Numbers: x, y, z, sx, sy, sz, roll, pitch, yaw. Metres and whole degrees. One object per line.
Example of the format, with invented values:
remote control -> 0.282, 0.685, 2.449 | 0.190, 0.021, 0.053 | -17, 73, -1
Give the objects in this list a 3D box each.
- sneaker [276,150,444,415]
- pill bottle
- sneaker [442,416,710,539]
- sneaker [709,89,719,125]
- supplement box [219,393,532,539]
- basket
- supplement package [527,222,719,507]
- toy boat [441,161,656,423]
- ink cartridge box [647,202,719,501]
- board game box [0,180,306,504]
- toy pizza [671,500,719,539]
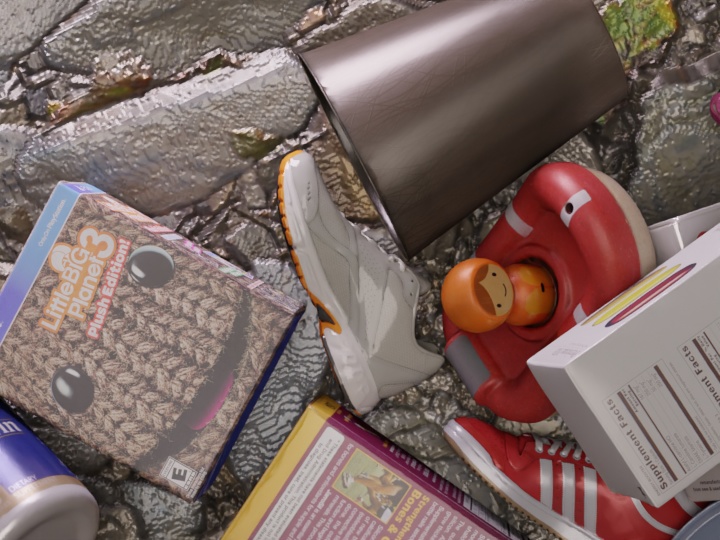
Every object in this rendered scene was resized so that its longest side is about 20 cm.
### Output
sneaker -> 0.000, 0.000, 1.444 | 0.091, 0.076, 0.201 | -20, 98, -3
pill bottle -> -0.291, 0.146, 1.412 | 0.200, 0.116, 0.116 | 41, 94, 28
sneaker -> 0.166, 0.141, 1.430 | 0.199, 0.071, 0.113 | 35, 97, -5
sneaker -> 0.355, -0.118, 1.411 | 0.198, 0.074, 0.088 | 14, 93, -2
supplement box -> 0.013, 0.201, 1.426 | 0.199, 0.103, 0.131 | 35, 93, 3
basket -> 0.080, -0.129, 1.400 | 0.199, 0.136, 0.181 | -28, 62, -2
supplement package -> 0.227, 0.049, 1.261 | 0.199, 0.114, 0.110 | -35, 93, -8
toy boat -> 0.112, 0.015, 1.364 | 0.131, 0.130, 0.200 | 56, 129, 30
ink cartridge box -> 0.284, 0.048, 1.386 | 0.145, 0.084, 0.202 | -16, 90, -27
board game box -> -0.166, 0.051, 1.437 | 0.199, 0.097, 0.160 | 28, 93, 2
toy pizza -> 0.302, 0.245, 1.429 | 0.198, 0.032, 0.202 | -2, 108, -6
